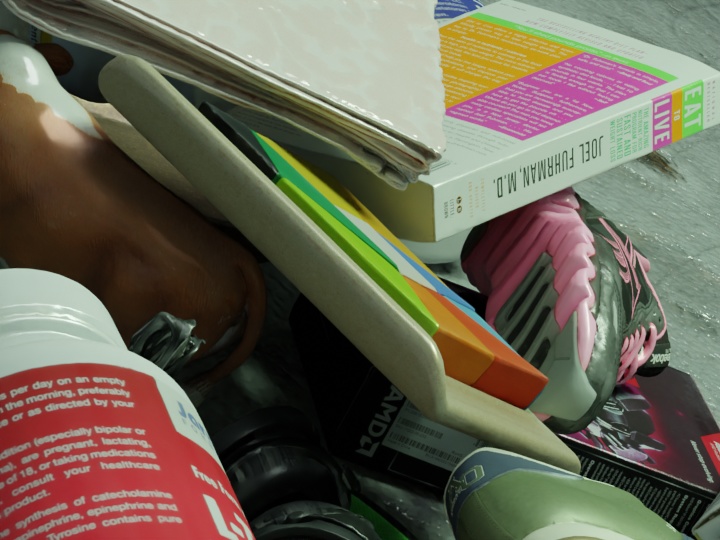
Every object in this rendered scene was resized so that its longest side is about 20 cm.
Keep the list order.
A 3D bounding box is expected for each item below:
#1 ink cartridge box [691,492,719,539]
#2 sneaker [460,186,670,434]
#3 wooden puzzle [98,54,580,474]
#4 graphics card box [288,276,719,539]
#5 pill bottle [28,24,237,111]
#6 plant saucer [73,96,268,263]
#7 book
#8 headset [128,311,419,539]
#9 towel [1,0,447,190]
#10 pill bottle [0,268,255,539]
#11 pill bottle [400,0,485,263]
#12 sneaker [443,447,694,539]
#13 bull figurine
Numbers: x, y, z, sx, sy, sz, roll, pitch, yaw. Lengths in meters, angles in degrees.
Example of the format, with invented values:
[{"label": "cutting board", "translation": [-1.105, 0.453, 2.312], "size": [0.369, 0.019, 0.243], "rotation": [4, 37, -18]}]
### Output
[{"label": "ink cartridge box", "translation": [0.233, 0.155, 1.230], "size": [0.201, 0.047, 0.198], "rotation": [58, 22, 0]}, {"label": "sneaker", "translation": [0.101, 0.020, 1.242], "size": [0.095, 0.079, 0.200], "rotation": [36, 20, -15]}, {"label": "wooden puzzle", "translation": [0.000, 0.000, 1.094], "size": [0.185, 0.037, 0.200], "rotation": [44, 2, 23]}, {"label": "graphics card box", "translation": [0.072, 0.063, 1.264], "size": [0.199, 0.051, 0.126], "rotation": [20, 23, -19]}, {"label": "pill bottle", "translation": [-0.133, -0.144, 1.295], "size": [0.199, 0.113, 0.112], "rotation": [28, 19, 19]}, {"label": "plant saucer", "translation": [-0.098, -0.051, 1.307], "size": [0.199, 0.037, 0.201], "rotation": [19, 19, -7]}, {"label": "book", "translation": [0.050, -0.066, 1.268], "size": [0.133, 0.048, 0.199], "rotation": [17, 27, 41]}, {"label": "headset", "translation": [-0.021, 0.089, 1.018], "size": [0.199, 0.094, 0.124], "rotation": [30, 16, -32]}, {"label": "towel", "translation": [-0.054, -0.124, 1.181], "size": [0.190, 0.032, 0.200], "rotation": [25, 29, -14]}, {"label": "pill bottle", "translation": [-0.086, 0.095, 0.863], "size": [0.112, 0.113, 0.200], "rotation": [14, 32, -34]}, {"label": "pill bottle", "translation": [0.016, -0.103, 1.481], "size": [0.119, 0.120, 0.200], "rotation": [16, 24, -30]}, {"label": "sneaker", "translation": [0.108, 0.118, 1.014], "size": [0.200, 0.067, 0.090], "rotation": [30, 11, -35]}, {"label": "bull figurine", "translation": [-0.120, -0.015, 1.092], "size": [0.200, 0.122, 0.065], "rotation": [40, 23, 28]}]
